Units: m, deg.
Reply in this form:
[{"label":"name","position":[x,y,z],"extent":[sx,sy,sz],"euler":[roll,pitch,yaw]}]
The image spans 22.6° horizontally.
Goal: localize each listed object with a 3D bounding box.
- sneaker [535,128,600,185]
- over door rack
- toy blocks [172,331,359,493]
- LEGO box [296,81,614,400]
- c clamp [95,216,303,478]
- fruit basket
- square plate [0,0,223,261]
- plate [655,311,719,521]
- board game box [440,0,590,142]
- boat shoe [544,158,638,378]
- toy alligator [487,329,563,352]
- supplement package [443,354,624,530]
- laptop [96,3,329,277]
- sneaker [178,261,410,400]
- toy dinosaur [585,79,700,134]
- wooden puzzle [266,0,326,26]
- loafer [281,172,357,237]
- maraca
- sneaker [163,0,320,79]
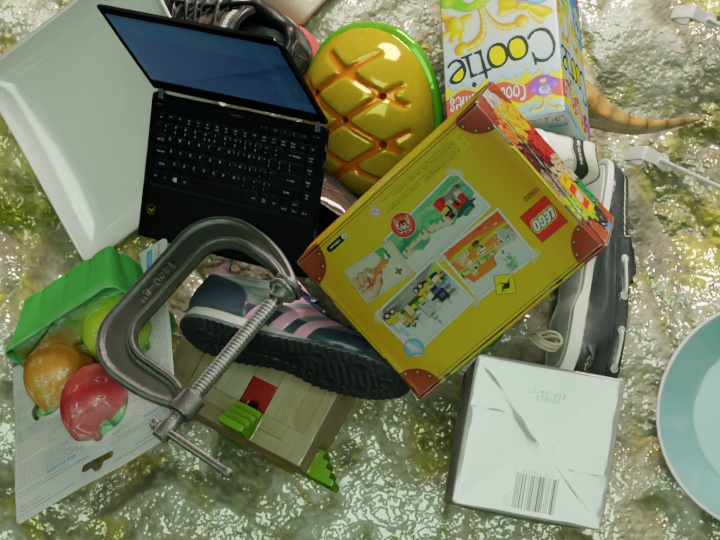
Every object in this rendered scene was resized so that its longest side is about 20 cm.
[{"label":"sneaker","position":[0.140,-0.048,1.510],"extent":[0.087,0.200,0.076],"euler":[2,65,-15]},{"label":"over door rack","position":[0.346,-0.129,1.556],"extent":[0.199,0.067,0.149],"euler":[21,83,-6]},{"label":"toy blocks","position":[-0.077,0.082,1.545],"extent":[0.199,0.100,0.137],"euler":[24,77,19]},{"label":"LEGO box","position":[0.074,-0.023,1.404],"extent":[0.200,0.077,0.149],"euler":[-40,95,21]},{"label":"c clamp","position":[-0.118,0.051,1.432],"extent":[0.170,0.027,0.201],"euler":[25,66,22]},{"label":"fruit basket","position":[-0.220,0.092,1.507],"extent":[0.185,0.094,0.201],"euler":[-31,52,25]},{"label":"square plate","position":[-0.214,-0.140,1.575],"extent":[0.197,0.028,0.201],"euler":[-32,86,24]},{"label":"plate","position":[0.355,0.128,1.560],"extent":[0.198,0.026,0.202],"euler":[0,82,2]},{"label":"board game box","position":[0.130,-0.193,1.529],"extent":[0.104,0.103,0.202],"euler":[-10,66,16]},{"label":"boat shoe","position":[0.208,0.004,1.559],"extent":[0.060,0.076,0.202],"euler":[18,77,-15]},{"label":"toy alligator","position":[0.080,0.049,1.552],"extent":[0.199,0.059,0.055],"euler":[22,123,21]},{"label":"supplement package","position":[0.138,0.144,1.476],"extent":[0.120,0.200,0.121],"euler":[10,83,2]},{"label":"laptop","position":[-0.126,-0.103,1.464],"extent":[0.176,0.103,0.202],"euler":[14,104,27]},{"label":"sneaker","position":[-0.044,0.044,1.483],"extent":[0.198,0.070,0.082],"euler":[18,54,7]},{"label":"toy dinosaur","position":[0.192,-0.143,1.580],"extent":[0.199,0.060,0.107],"euler":[30,83,5]},{"label":"wooden puzzle","position":[-0.055,-0.351,1.624],"extent":[0.185,0.037,0.200],"euler":[43,86,6]},{"label":"loafer","position":[0.000,0.000,1.505],"extent":[0.200,0.071,0.073],"euler":[42,112,16]},{"label":"maraca","position":[0.010,-0.115,1.562],"extent":[0.136,0.107,0.202],"euler":[5,103,30]},{"label":"sneaker","position":[-0.131,-0.215,1.581],"extent":[0.199,0.098,0.071],"euler":[19,86,5]}]
